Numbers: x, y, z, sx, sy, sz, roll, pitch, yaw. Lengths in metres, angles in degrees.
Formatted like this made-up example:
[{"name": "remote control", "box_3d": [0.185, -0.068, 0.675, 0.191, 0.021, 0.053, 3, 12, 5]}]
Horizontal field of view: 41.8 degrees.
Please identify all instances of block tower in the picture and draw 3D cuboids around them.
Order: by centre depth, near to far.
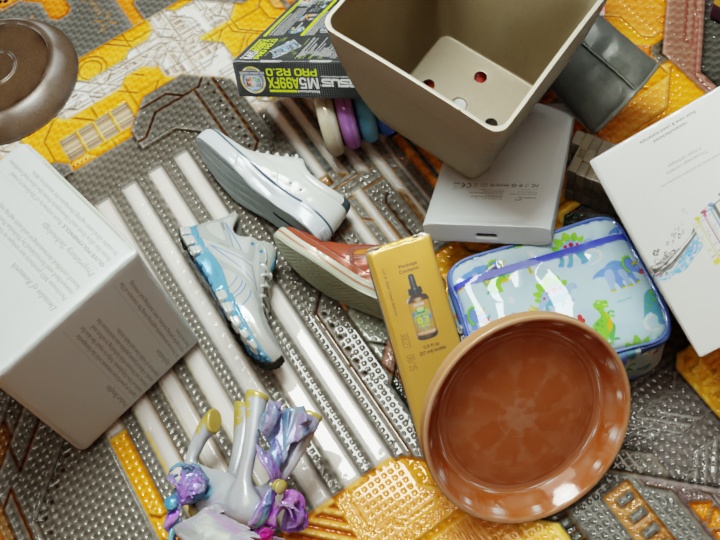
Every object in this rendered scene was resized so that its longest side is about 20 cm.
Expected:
[{"name": "block tower", "box_3d": [0.310, -0.081, 0.992, 0.198, 0.054, 0.058, 24, 68, 20]}]

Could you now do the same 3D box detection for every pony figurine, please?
[{"name": "pony figurine", "box_3d": [-0.106, 0.216, 0.862, 0.191, 0.166, 0.202, -2, 61, 44]}]

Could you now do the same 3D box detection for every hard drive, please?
[{"name": "hard drive", "box_3d": [0.152, -0.108, 1.004, 0.130, 0.026, 0.201, 3, 46, 19]}]

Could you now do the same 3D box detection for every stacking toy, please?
[{"name": "stacking toy", "box_3d": [0.050, -0.193, 1.065, 0.197, 0.086, 0.086, -14, 61, 4]}]

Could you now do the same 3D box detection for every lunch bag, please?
[{"name": "lunch bag", "box_3d": [0.190, 0.041, 0.934, 0.197, 0.083, 0.162, -15, 59, -1]}]

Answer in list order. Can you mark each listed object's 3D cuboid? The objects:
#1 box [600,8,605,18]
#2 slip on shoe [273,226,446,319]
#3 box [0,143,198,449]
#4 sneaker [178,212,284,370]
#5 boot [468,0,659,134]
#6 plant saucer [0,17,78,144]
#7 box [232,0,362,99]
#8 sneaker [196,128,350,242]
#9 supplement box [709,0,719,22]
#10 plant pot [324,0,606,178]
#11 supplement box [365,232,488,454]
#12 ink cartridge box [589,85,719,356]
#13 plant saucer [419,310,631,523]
[{"name": "box", "box_3d": [0.180, -0.303, 1.102, 0.197, 0.095, 0.104, -2, 63, 7]}, {"name": "slip on shoe", "box_3d": [0.000, 0.000, 0.986, 0.198, 0.074, 0.062, 24, 67, 13]}, {"name": "box", "box_3d": [-0.306, 0.030, 0.942, 0.199, 0.200, 0.171, 39, 74, 25]}, {"name": "sneaker", "box_3d": [-0.119, 0.012, 0.999, 0.086, 0.075, 0.201, -27, 62, -13]}, {"name": "boot", "box_3d": [0.236, -0.275, 0.997, 0.200, 0.072, 0.182, 41, 114, 8]}, {"name": "plant saucer", "box_3d": [-0.462, -0.251, 1.206, 0.197, 0.032, 0.203, -4, 63, 7]}, {"name": "box", "box_3d": [-0.033, -0.261, 1.083, 0.158, 0.045, 0.201, 4, 37, 21]}, {"name": "sneaker", "box_3d": [-0.098, -0.102, 1.061, 0.199, 0.073, 0.071, 38, 64, 14]}, {"name": "supplement box", "box_3d": [0.502, -0.294, 1.043, 0.086, 0.111, 0.200, -42, 64, -14]}, {"name": "plant pot", "box_3d": [0.104, -0.211, 0.938, 0.199, 0.177, 0.201, 34, 73, 16]}, {"name": "supplement box", "box_3d": [0.062, 0.070, 0.903, 0.066, 0.069, 0.203, -15, 88, 0]}, {"name": "ink cartridge box", "box_3d": [0.328, -0.042, 0.870, 0.144, 0.147, 0.202, -29, 80, 16]}, {"name": "plant saucer", "box_3d": [0.147, 0.132, 0.850, 0.198, 0.202, 0.032, -24, 20, -5]}]
